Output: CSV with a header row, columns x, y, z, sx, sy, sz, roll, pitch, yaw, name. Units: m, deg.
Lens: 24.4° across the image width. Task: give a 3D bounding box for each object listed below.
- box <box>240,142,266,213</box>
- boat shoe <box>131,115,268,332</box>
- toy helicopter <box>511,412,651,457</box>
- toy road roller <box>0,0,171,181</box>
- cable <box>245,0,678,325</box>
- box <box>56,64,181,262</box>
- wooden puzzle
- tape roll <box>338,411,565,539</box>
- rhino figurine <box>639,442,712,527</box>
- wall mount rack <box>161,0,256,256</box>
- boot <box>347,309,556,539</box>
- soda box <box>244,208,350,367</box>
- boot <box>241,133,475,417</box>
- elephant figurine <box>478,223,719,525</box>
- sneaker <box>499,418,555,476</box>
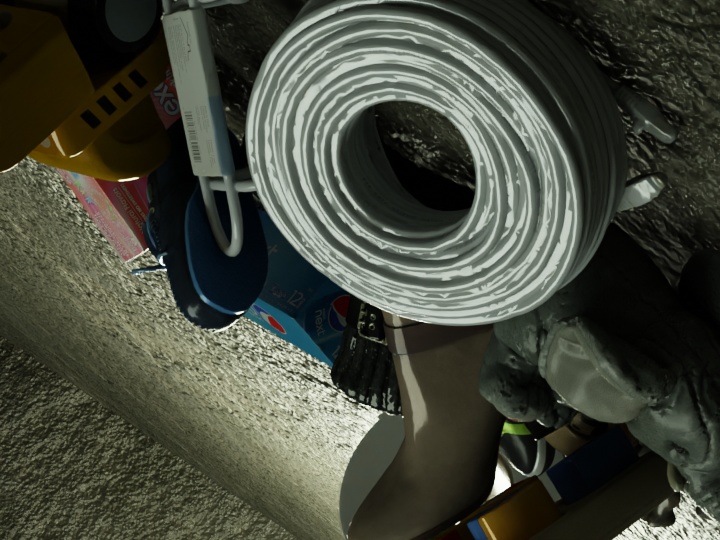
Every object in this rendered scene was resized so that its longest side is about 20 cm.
x,y,z,sx,sy,sz,roll,pitch,yaw,name
-0.024,-0.024,1.311,0.200,0.049,0.160,40,163,-5,box
-0.106,-0.024,1.100,0.084,0.069,0.200,37,-154,-27,boat shoe
0.181,0.089,1.095,0.200,0.079,0.132,-20,102,55,toy helicopter
-0.203,-0.104,1.056,0.123,0.200,0.146,15,138,39,toy road roller
0.036,-0.061,0.864,0.200,0.069,0.200,43,131,-3,cable
-0.184,-0.116,1.215,0.200,0.103,0.095,56,163,-5,box
0.103,0.155,1.042,0.200,0.185,0.046,-32,85,48,wooden puzzle
0.096,0.220,1.459,0.202,0.203,0.139,29,162,32,tape roll
0.176,0.113,1.213,0.200,0.060,0.088,24,132,45,rhino figurine
-0.060,-0.111,0.990,0.174,0.074,0.201,-170,68,-68,wall mount rack
0.049,0.071,1.034,0.070,0.200,0.146,34,157,57,boot
-0.068,0.002,1.255,0.200,0.064,0.068,27,162,50,soda box
-0.001,0.001,1.124,0.211,0.079,0.158,30,128,27,boot
0.168,0.051,0.933,0.155,0.142,0.200,30,178,-33,elephant figurine
0.068,0.072,1.208,0.200,0.083,0.072,63,159,-11,sneaker
